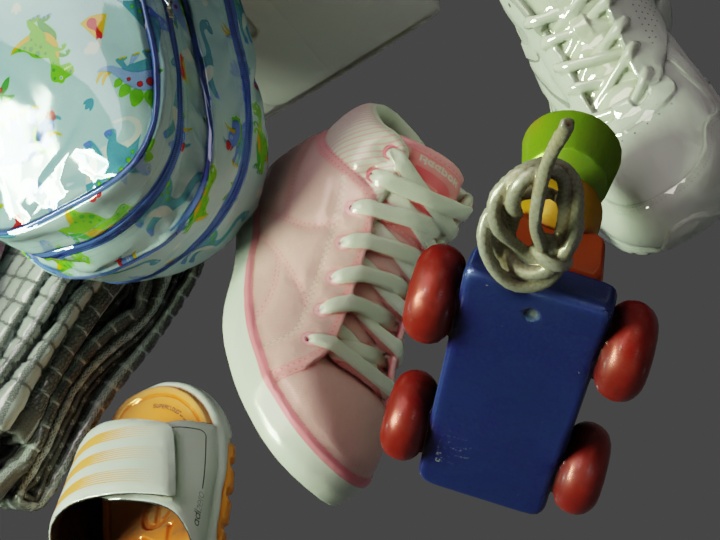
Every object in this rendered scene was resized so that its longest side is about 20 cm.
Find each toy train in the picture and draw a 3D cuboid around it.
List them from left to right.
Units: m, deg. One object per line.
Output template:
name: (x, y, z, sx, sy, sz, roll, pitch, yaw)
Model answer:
toy train: (0.068, -0.014, 0.529, 0.084, 0.201, 0.116, 16, 49, 6)

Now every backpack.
backpack: (-0.123, -0.091, 0.679, 0.161, 0.202, 0.154, -20, 3, 13)

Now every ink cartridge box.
ink cartridge box: (-0.059, -0.213, 0.843, 0.144, 0.147, 0.202, -28, 42, 21)

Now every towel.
towel: (-0.179, 0.030, 0.789, 0.164, 0.086, 0.201, 3, 58, 49)

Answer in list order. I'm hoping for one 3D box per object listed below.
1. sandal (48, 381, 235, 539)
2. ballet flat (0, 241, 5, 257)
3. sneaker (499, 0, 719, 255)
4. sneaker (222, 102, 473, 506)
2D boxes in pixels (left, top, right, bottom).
sandal: (-0.100, 0.120, 0.658, 0.079, 0.059, 0.208, -30, 40, 21)
ballet flat: (-0.214, -0.001, 0.736, 0.071, 0.069, 0.202, -36, 28, 46)
sneaker: (0.095, -0.091, 0.628, 0.077, 0.099, 0.201, -33, 40, 16)
sneaker: (0.000, 0.000, 0.657, 0.104, 0.075, 0.201, -35, 35, 22)
